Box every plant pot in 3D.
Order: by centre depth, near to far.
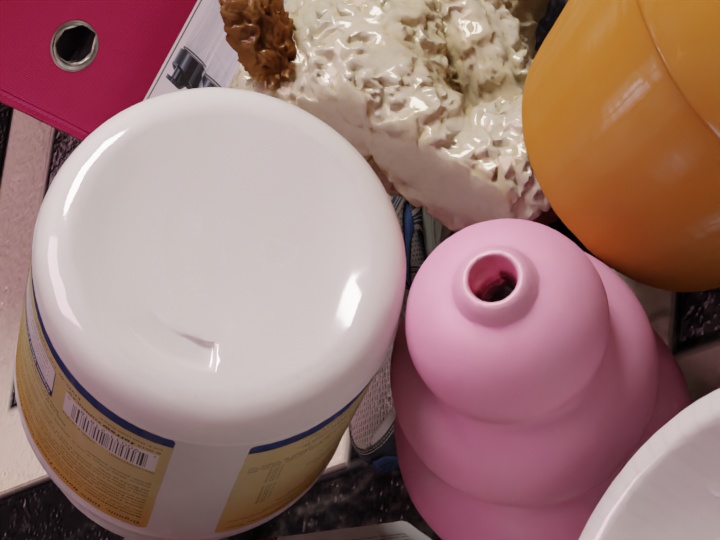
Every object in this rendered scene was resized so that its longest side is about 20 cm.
[{"bbox_3d":[0.161,-0.084,1.108,0.183,0.199,0.201,-41,40,51],"label":"plant pot"}]

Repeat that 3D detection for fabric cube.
[{"bbox_3d":[-0.169,-0.199,1.627,0.200,0.196,0.200,-61,33,5],"label":"fabric cube"}]

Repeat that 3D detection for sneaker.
[{"bbox_3d":[0.000,0.000,1.367,0.077,0.085,0.201,-31,48,41],"label":"sneaker"}]

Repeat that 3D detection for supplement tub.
[{"bbox_3d":[-0.066,0.027,1.164,0.200,0.143,0.145,116,164,-67],"label":"supplement tub"}]

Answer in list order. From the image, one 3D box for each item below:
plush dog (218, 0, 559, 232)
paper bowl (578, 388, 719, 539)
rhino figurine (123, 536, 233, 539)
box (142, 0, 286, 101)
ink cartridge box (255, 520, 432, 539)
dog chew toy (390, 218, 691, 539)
[{"bbox_3d":[0.020,-0.098,1.259,0.199,0.161,0.172,-21,22,42],"label":"plush dog"},{"bbox_3d":[0.166,0.144,1.030,0.200,0.104,0.202,-33,46,41],"label":"paper bowl"},{"bbox_3d":[-0.086,0.149,1.421,0.200,0.059,0.088,44,118,58],"label":"rhino figurine"},{"bbox_3d":[-0.039,-0.122,1.518,0.201,0.060,0.117,-61,34,8],"label":"box"},{"bbox_3d":[0.007,0.181,1.172,0.200,0.144,0.084,29,118,55],"label":"ink cartridge box"},{"bbox_3d":[0.067,0.045,1.144,0.124,0.200,0.125,-4,64,9],"label":"dog chew toy"}]
